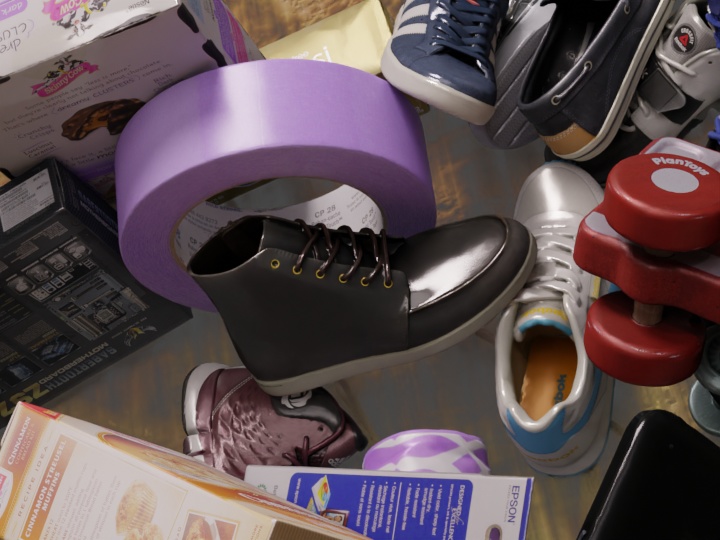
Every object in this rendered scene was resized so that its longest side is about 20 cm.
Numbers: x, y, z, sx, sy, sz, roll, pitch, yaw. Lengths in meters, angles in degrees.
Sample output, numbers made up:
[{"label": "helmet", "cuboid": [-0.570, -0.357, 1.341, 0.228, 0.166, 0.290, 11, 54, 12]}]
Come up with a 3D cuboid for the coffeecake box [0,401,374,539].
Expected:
[{"label": "coffeecake box", "cuboid": [-0.079, 0.146, 0.873, 0.199, 0.153, 0.073, 17, 84, 40]}]

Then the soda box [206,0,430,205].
[{"label": "soda box", "cuboid": [-0.058, -0.112, 1.159, 0.199, 0.068, 0.064, -24, 59, 8]}]

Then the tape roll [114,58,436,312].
[{"label": "tape roll", "cuboid": [-0.054, -0.047, 1.047, 0.199, 0.200, 0.066, -15, 60, 13]}]

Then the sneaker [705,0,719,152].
[{"label": "sneaker", "cuboid": [0.243, -0.108, 0.989, 0.115, 0.199, 0.081, -44, 24, 8]}]

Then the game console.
[{"label": "game console", "cuboid": [0.151, 0.192, 0.845, 0.116, 0.200, 0.176, -10, 48, 60]}]

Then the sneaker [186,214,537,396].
[{"label": "sneaker", "cuboid": [0.000, 0.000, 0.989, 0.199, 0.106, 0.075, -24, 36, 15]}]

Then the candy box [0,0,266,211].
[{"label": "candy box", "cuboid": [-0.155, -0.116, 1.041, 0.167, 0.200, 0.072, -20, 65, 10]}]

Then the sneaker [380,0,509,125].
[{"label": "sneaker", "cuboid": [0.061, -0.159, 1.048, 0.085, 0.075, 0.200, -61, 15, 22]}]

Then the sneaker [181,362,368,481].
[{"label": "sneaker", "cuboid": [-0.050, 0.139, 1.027, 0.115, 0.076, 0.201, -12, 60, 11]}]

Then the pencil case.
[{"label": "pencil case", "cuboid": [0.043, 0.193, 0.963, 0.083, 0.086, 0.201, 9, 61, -20]}]

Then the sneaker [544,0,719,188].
[{"label": "sneaker", "cuboid": [0.199, -0.130, 1.062, 0.199, 0.089, 0.074, -33, 59, 4]}]

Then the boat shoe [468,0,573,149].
[{"label": "boat shoe", "cuboid": [0.126, -0.165, 1.126, 0.071, 0.072, 0.200, 17, 65, 48]}]

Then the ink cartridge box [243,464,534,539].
[{"label": "ink cartridge box", "cuboid": [0.011, 0.160, 0.921, 0.199, 0.037, 0.095, -4, 69, 38]}]

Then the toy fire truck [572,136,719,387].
[{"label": "toy fire truck", "cuboid": [0.221, -0.009, 0.904, 0.199, 0.113, 0.168, 20, 37, 25]}]

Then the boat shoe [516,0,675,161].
[{"label": "boat shoe", "cuboid": [0.152, -0.169, 1.048, 0.074, 0.062, 0.201, 0, 64, 58]}]

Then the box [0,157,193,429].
[{"label": "box", "cuboid": [-0.234, 0.028, 1.092, 0.199, 0.158, 0.051, -30, 52, 12]}]

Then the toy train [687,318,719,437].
[{"label": "toy train", "cuboid": [0.262, 0.089, 0.933, 0.113, 0.085, 0.201, -24, 58, -3]}]

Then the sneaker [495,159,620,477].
[{"label": "sneaker", "cuboid": [0.122, 0.019, 1.014, 0.076, 0.081, 0.201, -5, 65, 18]}]
